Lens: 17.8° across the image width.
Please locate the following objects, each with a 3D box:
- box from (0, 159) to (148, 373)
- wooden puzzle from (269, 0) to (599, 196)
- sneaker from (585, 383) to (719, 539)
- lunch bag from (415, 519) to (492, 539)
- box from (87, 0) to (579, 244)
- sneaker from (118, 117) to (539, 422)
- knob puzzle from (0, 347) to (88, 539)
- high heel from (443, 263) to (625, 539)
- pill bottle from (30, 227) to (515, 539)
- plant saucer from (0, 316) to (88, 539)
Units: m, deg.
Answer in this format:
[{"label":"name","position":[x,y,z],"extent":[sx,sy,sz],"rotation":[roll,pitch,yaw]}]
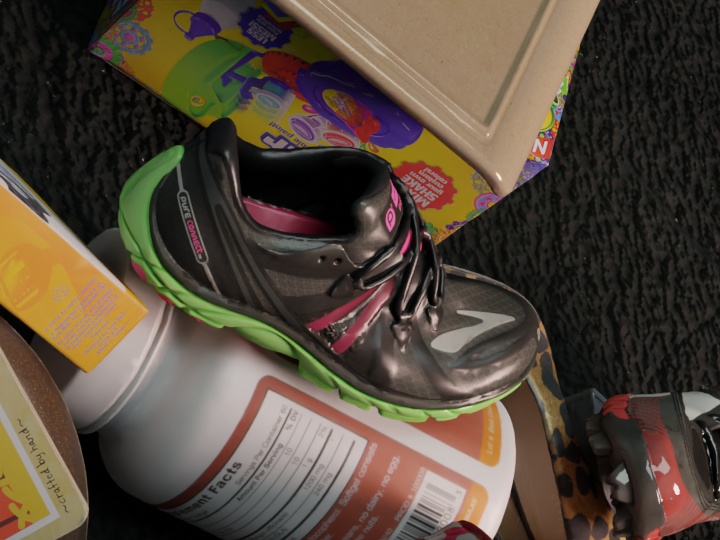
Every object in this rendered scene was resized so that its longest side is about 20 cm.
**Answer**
[{"label":"box","position":[-0.172,-0.047,0.869],"extent":[0.119,0.041,0.200],"rotation":[42,-1,41]},{"label":"wooden puzzle","position":[0.028,-0.158,1.058],"extent":[0.200,0.037,0.185],"rotation":[41,55,-21]},{"label":"sneaker","position":[0.167,0.088,1.107],"extent":[0.200,0.097,0.071],"rotation":[8,69,-73]},{"label":"lunch bag","position":[0.050,0.202,0.893],"extent":[0.082,0.200,0.177],"rotation":[-17,99,-8]},{"label":"box","position":[0.001,-0.147,1.145],"extent":[0.200,0.122,0.193],"rotation":[34,50,-20]},{"label":"sneaker","position":[0.000,0.000,0.928],"extent":[0.199,0.084,0.077],"rotation":[22,39,-31]},{"label":"knob puzzle","position":[-0.219,0.057,0.770],"extent":[0.219,0.220,0.030],"rotation":[40,2,-14]},{"label":"high heel","position":[0.057,0.082,1.089],"extent":[0.200,0.071,0.143],"rotation":[36,41,-30]},{"label":"pill bottle","position":[-0.040,0.063,0.995],"extent":[0.200,0.112,0.113],"rotation":[29,50,-23]},{"label":"plant saucer","position":[-0.200,0.087,0.836],"extent":[0.199,0.032,0.201],"rotation":[1,74,-4]}]
